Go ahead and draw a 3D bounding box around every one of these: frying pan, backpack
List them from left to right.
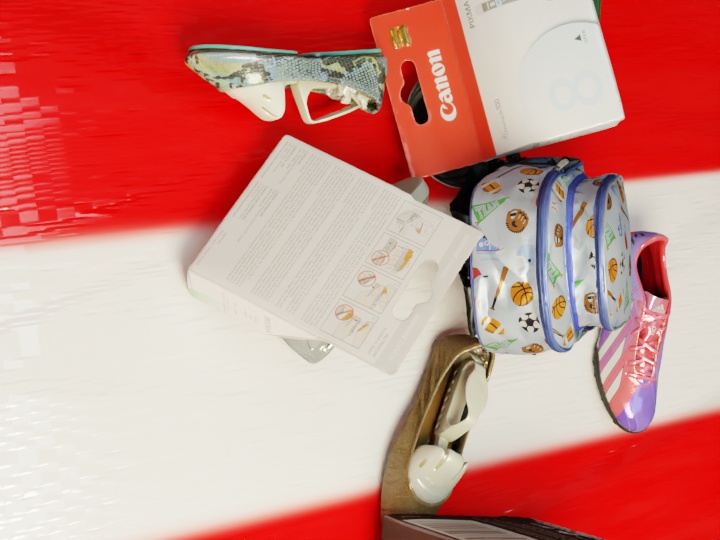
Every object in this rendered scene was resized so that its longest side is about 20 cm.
[{"bbox_3d":[0.111,-0.154,1.325,0.190,0.031,0.115,-38,103,-33],"label":"frying pan"},{"bbox_3d":[0.162,-0.008,1.221,0.190,0.153,0.202,-21,103,-60],"label":"backpack"}]

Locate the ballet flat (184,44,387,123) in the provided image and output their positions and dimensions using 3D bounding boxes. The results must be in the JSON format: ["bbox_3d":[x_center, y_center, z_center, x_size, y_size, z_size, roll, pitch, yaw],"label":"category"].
[{"bbox_3d":[-0.059,-0.163,1.206,0.199,0.074,0.075,-4,83,-30],"label":"ballet flat"}]

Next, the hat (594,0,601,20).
[{"bbox_3d":[0.143,-0.252,1.363,0.166,0.175,0.202,-18,113,-73],"label":"hat"}]

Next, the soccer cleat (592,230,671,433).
[{"bbox_3d":[0.276,0.060,1.362,0.068,0.073,0.202,7,78,-30],"label":"soccer cleat"}]

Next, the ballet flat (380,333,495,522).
[{"bbox_3d":[0.076,0.146,1.227,0.068,0.072,0.201,33,66,-23],"label":"ballet flat"}]

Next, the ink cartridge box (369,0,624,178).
[{"bbox_3d":[0.122,-0.186,1.243,0.198,0.047,0.161,-15,87,1],"label":"ink cartridge box"}]

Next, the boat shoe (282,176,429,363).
[{"bbox_3d":[0.000,0.000,1.217,0.201,0.070,0.072,-47,116,-24],"label":"boat shoe"}]

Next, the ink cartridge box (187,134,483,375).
[{"bbox_3d":[-0.021,-0.007,1.151,0.199,0.050,0.161,27,63,13],"label":"ink cartridge box"}]

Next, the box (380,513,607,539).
[{"bbox_3d":[0.116,0.317,1.150,0.163,0.166,0.202,7,88,-31],"label":"box"}]
